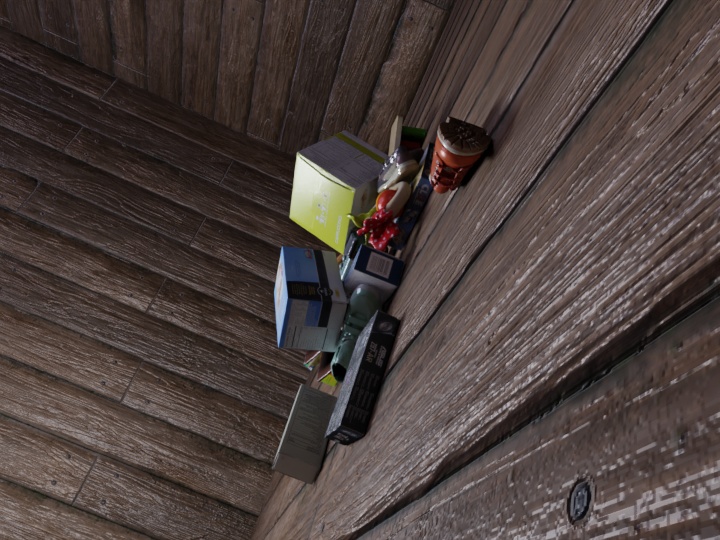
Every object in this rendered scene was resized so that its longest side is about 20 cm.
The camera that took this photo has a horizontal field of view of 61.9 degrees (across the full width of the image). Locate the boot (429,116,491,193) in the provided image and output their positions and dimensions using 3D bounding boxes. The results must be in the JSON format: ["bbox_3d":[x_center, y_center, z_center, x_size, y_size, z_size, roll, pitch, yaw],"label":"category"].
[{"bbox_3d":[0.135,-0.156,0.865,0.200,0.073,0.110,-54,-15,-71],"label":"boot"}]

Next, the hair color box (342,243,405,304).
[{"bbox_3d":[0.019,0.023,1.271,0.200,0.098,0.062,121,170,-66],"label":"hair color box"}]

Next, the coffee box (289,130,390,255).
[{"bbox_3d":[-0.042,-0.202,1.541,0.197,0.198,0.203,-35,-31,-41],"label":"coffee box"}]

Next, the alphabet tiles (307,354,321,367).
[{"bbox_3d":[-0.066,0.185,1.672,0.201,0.008,0.167,-51,-8,2],"label":"alphabet tiles"}]

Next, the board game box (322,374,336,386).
[{"bbox_3d":[-0.054,0.224,1.603,0.201,0.047,0.103,117,173,-57],"label":"board game box"}]

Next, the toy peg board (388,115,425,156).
[{"bbox_3d":[0.142,-0.367,1.913,0.200,0.095,0.205,-120,36,-86],"label":"toy peg board"}]

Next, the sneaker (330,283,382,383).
[{"bbox_3d":[-0.009,0.135,1.214,0.119,0.072,0.205,-62,-13,-59],"label":"sneaker"}]

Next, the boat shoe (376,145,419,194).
[{"bbox_3d":[0.077,-0.223,1.348,0.200,0.070,0.066,145,107,-76],"label":"boat shoe"}]

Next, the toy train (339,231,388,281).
[{"bbox_3d":[0.000,0.000,1.489,0.086,0.111,0.204,-106,36,-65],"label":"toy train"}]

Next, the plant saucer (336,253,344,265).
[{"bbox_3d":[-0.023,0.033,1.595,0.198,0.037,0.204,-31,-42,-32],"label":"plant saucer"}]

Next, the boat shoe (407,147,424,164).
[{"bbox_3d":[0.121,-0.220,1.462,0.069,0.071,0.201,-31,-18,-16],"label":"boat shoe"}]

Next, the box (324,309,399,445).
[{"bbox_3d":[0.001,0.188,1.032,0.161,0.043,0.204,120,171,-65],"label":"box"}]

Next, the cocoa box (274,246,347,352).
[{"bbox_3d":[-0.115,0.059,1.307,0.202,0.128,0.136,-107,27,-55],"label":"cocoa box"}]

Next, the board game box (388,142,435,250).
[{"bbox_3d":[0.120,-0.161,1.328,0.137,0.034,0.202,-73,5,-46],"label":"board game box"}]

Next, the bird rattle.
[{"bbox_3d":[0.045,-0.126,1.273,0.164,0.112,0.200,-52,5,-8],"label":"bird rattle"}]

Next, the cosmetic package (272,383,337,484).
[{"bbox_3d":[-0.123,0.371,1.376,0.202,0.103,0.072,-71,4,-53],"label":"cosmetic package"}]

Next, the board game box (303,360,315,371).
[{"bbox_3d":[-0.082,0.190,1.759,0.200,0.034,0.136,-45,-11,-36],"label":"board game box"}]

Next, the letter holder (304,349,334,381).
[{"bbox_3d":[-0.075,0.152,1.448,0.200,0.100,0.144,-45,22,29],"label":"letter holder"}]
